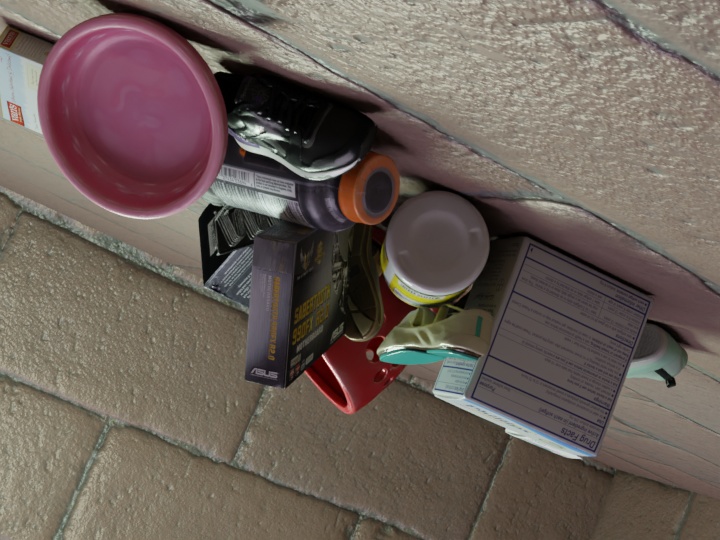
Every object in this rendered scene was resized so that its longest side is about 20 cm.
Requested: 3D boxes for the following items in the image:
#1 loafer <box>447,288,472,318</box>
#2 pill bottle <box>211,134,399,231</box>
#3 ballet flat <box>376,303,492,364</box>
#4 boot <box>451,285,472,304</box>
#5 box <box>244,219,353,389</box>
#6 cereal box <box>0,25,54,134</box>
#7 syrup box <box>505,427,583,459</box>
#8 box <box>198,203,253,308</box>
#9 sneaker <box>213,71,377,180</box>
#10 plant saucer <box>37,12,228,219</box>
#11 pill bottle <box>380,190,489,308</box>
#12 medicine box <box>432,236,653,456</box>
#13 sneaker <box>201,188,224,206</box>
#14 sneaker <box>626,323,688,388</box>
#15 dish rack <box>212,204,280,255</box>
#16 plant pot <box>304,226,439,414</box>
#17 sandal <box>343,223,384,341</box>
[{"bbox_3d":[0.150,0.045,1.586,0.199,0.070,0.075,-13,170,-29],"label":"loafer"},{"bbox_3d":[-0.056,-0.100,1.337,0.199,0.107,0.106,16,170,38],"label":"pill bottle"},{"bbox_3d":[0.084,0.071,1.467,0.069,0.070,0.200,26,163,-25],"label":"ballet flat"},{"bbox_3d":[0.174,0.041,1.749,0.166,0.073,0.200,29,166,-28],"label":"boot"},{"bbox_3d":[-0.062,0.019,1.402,0.048,0.159,0.200,10,-163,15],"label":"box"},{"bbox_3d":[-0.329,-0.196,1.527,0.199,0.040,0.144,23,150,2],"label":"cereal box"},{"bbox_3d":[0.259,0.125,1.615,0.078,0.201,0.081,24,172,-17],"label":"syrup box"},{"bbox_3d":[-0.115,-0.018,1.809,0.199,0.104,0.148,26,-148,-31],"label":"box"},{"bbox_3d":[-0.077,-0.144,1.238,0.199,0.076,0.088,15,163,42],"label":"sneaker"},{"bbox_3d":[-0.215,-0.151,1.258,0.200,0.201,0.051,21,-152,12],"label":"plant saucer"},{"bbox_3d":[0.080,-0.017,1.478,0.114,0.115,0.200,22,172,1],"label":"pill bottle"},{"bbox_3d":[0.209,0.087,1.499,0.182,0.201,0.103,25,172,-17],"label":"medicine box"},{"bbox_3d":[-0.201,-0.139,1.615,0.199,0.076,0.091,20,163,-9],"label":"sneaker"},{"bbox_3d":[0.332,0.125,1.720,0.200,0.074,0.118,-12,155,35],"label":"sneaker"},{"bbox_3d":[-0.102,-0.073,1.569,0.153,0.055,0.200,-19,179,-13],"label":"dish rack"},{"bbox_3d":[-0.005,0.053,1.676,0.200,0.182,0.201,47,165,16],"label":"plant pot"},{"bbox_3d":[0.000,0.000,1.561,0.080,0.201,0.054,-31,143,30],"label":"sandal"}]
